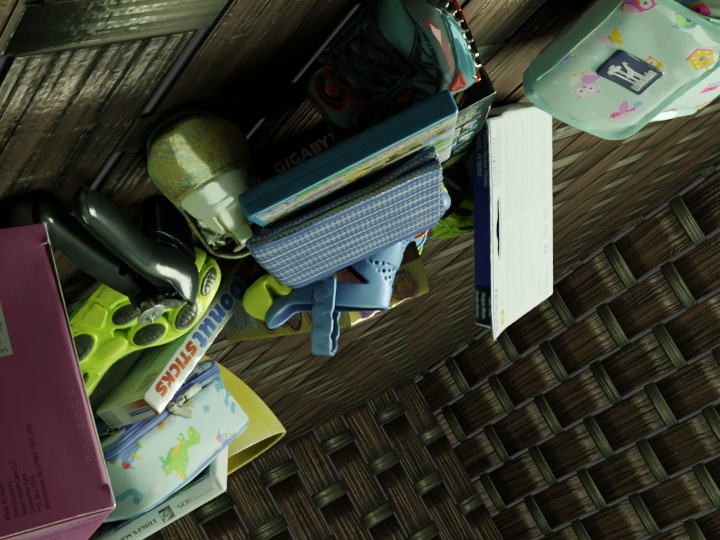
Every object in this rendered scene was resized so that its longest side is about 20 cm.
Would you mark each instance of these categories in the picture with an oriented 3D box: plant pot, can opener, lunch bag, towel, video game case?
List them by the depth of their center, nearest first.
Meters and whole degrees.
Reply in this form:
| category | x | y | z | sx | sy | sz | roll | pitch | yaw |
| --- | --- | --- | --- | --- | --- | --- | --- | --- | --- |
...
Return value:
| category | x | y | z | sx | sy | sz | roll | pitch | yaw |
| --- | --- | --- | --- | --- | --- | --- | --- | --- | --- |
| video game case | -0.003 | -0.065 | 0.761 | 0.141 | 0.018 | 0.200 | -26 | 177 | 2 |
| can opener | -0.166 | -0.014 | 0.768 | 0.063 | 0.080 | 0.200 | -20 | 164 | 11 |
| towel | -0.005 | -0.034 | 0.824 | 0.143 | 0.024 | 0.200 | -25 | 171 | 0 |
| lunch bag | 0.248 | -0.197 | 0.930 | 0.198 | 0.124 | 0.170 | -14 | 165 | -33 |
| lunch bag | -0.206 | 0.162 | 1.012 | 0.199 | 0.083 | 0.160 | -24 | -169 | 48 |
| video game case | -0.205 | 0.216 | 1.045 | 0.180 | 0.024 | 0.200 | -30 | -174 | -3 |
| plant pot | -0.207 | 0.181 | 1.341 | 0.198 | 0.143 | 0.200 | -29 | 169 | -6 |

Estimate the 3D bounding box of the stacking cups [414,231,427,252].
| category | x | y | z | sx | sy | sz | roll | pitch | yaw |
| --- | --- | --- | --- | --- | --- | --- | --- | --- | --- |
| stacking cups | 0.048 | -0.054 | 1.239 | 0.060 | 0.061 | 0.200 | -28 | 164 | -14 |

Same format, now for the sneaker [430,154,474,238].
| category | x | y | z | sx | sy | sz | roll | pitch | yaw |
| --- | --- | --- | --- | --- | --- | --- | --- | --- | --- |
| sneaker | 0.114 | -0.085 | 1.167 | 0.073 | 0.085 | 0.199 | -23 | 180 | 28 |

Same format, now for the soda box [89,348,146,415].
| category | x | y | z | sx | sy | sz | roll | pitch | yaw |
| --- | --- | --- | --- | --- | --- | --- | --- | --- | --- |
| soda box | -0.261 | 0.101 | 1.023 | 0.198 | 0.064 | 0.068 | -33 | 171 | 8 |

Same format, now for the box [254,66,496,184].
| category | x | y | z | sx | sy | sz | roll | pitch | yaw |
| --- | --- | --- | --- | --- | --- | --- | --- | --- | --- |
| box | 0.011 | -0.093 | 0.939 | 0.198 | 0.046 | 0.159 | -30 | 170 | -7 |

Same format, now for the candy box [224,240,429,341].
| category | x | y | z | sx | sy | sz | roll | pitch | yaw |
| --- | --- | --- | --- | --- | --- | --- | --- | --- | --- |
| candy box | -0.042 | 0.023 | 1.132 | 0.116 | 0.057 | 0.198 | -22 | -174 | -42 |

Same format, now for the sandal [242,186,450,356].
| category | x | y | z | sx | sy | sz | roll | pitch | yaw |
| --- | --- | --- | --- | --- | --- | --- | --- | --- | --- |
| sandal | 0.000 | 0.000 | 0.960 | 0.199 | 0.088 | 0.079 | -38 | 168 | 4 |

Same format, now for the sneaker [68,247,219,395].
| category | x | y | z | sx | sy | sz | roll | pitch | yaw |
| --- | --- | --- | --- | --- | --- | --- | --- | --- | --- |
| sneaker | -0.203 | 0.043 | 0.905 | 0.199 | 0.074 | 0.084 | -37 | -159 | 0 |

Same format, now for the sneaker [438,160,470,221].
| category | x | y | z | sx | sy | sz | roll | pitch | yaw |
| --- | --- | --- | --- | --- | --- | --- | --- | --- | --- |
| sneaker | 0.009 | -0.057 | 1.062 | 0.197 | 0.079 | 0.090 | -23 | 176 | -8 |

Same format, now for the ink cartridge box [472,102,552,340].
| category | x | y | z | sx | sy | sz | roll | pitch | yaw |
| --- | --- | --- | --- | --- | --- | --- | --- | --- | --- |
| ink cartridge box | 0.138 | -0.053 | 1.068 | 0.040 | 0.203 | 0.199 | 3 | -168 | 25 |

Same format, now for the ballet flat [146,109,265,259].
| category | x | y | z | sx | sy | sz | roll | pitch | yaw |
| --- | --- | --- | --- | --- | --- | --- | --- | --- | --- |
| ballet flat | -0.096 | -0.050 | 0.773 | 0.070 | 0.071 | 0.200 | -30 | 170 | -5 |

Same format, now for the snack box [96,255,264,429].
| category | x | y | z | sx | sy | sz | roll | pitch | yaw |
| --- | --- | --- | --- | --- | --- | --- | --- | --- | --- |
| snack box | -0.145 | 0.050 | 0.956 | 0.071 | 0.024 | 0.201 | -22 | -155 | 43 |

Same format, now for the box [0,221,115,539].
| category | x | y | z | sx | sy | sz | roll | pitch | yaw |
| --- | --- | --- | --- | --- | --- | --- | --- | --- | --- |
| box | -0.237 | 0.096 | 0.706 | 0.095 | 0.178 | 0.200 | -11 | 163 | -26 |

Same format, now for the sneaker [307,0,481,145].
| category | x | y | z | sx | sy | sz | roll | pitch | yaw |
| --- | --- | --- | --- | --- | --- | --- | --- | --- | --- |
| sneaker | 0.015 | -0.123 | 0.715 | 0.094 | 0.080 | 0.200 | -27 | 169 | -10 |
